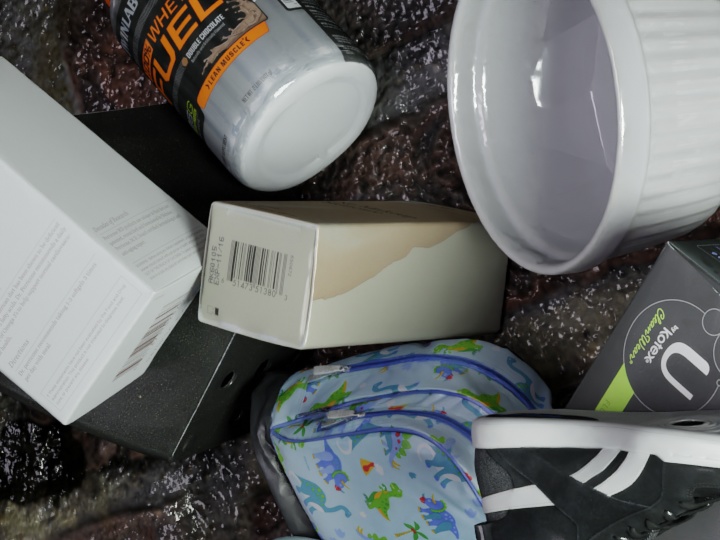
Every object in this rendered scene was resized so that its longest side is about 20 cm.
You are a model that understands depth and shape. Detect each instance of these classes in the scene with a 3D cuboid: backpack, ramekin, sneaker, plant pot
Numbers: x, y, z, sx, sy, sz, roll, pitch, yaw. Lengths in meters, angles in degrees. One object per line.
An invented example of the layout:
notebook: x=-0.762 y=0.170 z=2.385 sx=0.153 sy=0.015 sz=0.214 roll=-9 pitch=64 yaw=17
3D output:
backpack: x=0.037 y=0.123 z=1.405 sx=0.200 sy=0.154 sz=0.163 roll=-20 pitch=106 yaw=23
ramekin: x=0.143 y=-0.103 z=1.292 sx=0.200 sy=0.105 sz=0.201 roll=29 pitch=123 yaw=59
sneaker: x=0.143 y=0.129 z=1.107 sx=0.200 sy=0.073 sz=0.112 roll=-1 pitch=94 yaw=48
plant pot: x=-0.130 y=0.016 z=1.510 sx=0.177 sy=0.199 sz=0.200 roll=36 pitch=114 yaw=20

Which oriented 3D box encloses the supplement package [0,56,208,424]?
supplement package: x=-0.206 y=-0.022 z=1.368 sx=0.200 sy=0.117 sz=0.117 roll=40 pitch=115 yaw=7

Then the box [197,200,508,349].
box: x=0.000 y=0.000 z=1.386 sx=0.095 sy=0.200 sz=0.078 roll=13 pitch=100 yaw=37

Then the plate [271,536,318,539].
plate: x=-0.005 y=0.262 z=1.447 sx=0.200 sy=0.026 sz=0.200 roll=28 pitch=140 yaw=27

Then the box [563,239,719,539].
box: x=0.227 y=0.073 z=1.205 sx=0.124 sy=0.200 sz=0.149 roll=41 pitch=116 yaw=30

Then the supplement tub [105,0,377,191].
supplement tub: x=-0.090 y=-0.160 z=1.503 sx=0.200 sy=0.122 sz=0.123 roll=48 pitch=119 yaw=27
